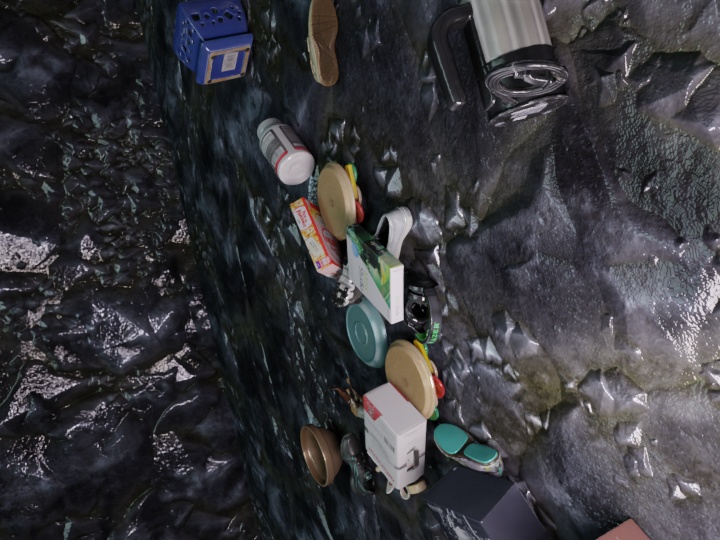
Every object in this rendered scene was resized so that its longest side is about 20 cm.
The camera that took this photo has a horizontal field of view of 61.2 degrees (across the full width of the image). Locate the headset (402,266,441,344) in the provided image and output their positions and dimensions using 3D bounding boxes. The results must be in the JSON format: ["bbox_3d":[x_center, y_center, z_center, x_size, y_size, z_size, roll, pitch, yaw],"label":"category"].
[{"bbox_3d":[0.112,0.065,1.289,0.200,0.093,0.124,-108,22,-46],"label":"headset"}]

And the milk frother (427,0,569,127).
[{"bbox_3d":[0.207,-0.312,0.822,0.200,0.180,0.189,-17,89,66],"label":"milk frother"}]

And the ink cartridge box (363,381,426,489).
[{"bbox_3d":[0.079,0.387,1.430,0.147,0.083,0.201,42,146,43],"label":"ink cartridge box"}]

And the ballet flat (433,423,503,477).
[{"bbox_3d":[0.224,0.383,1.267,0.200,0.072,0.072,12,113,62],"label":"ballet flat"}]

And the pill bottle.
[{"bbox_3d":[-0.215,-0.339,1.702,0.200,0.110,0.111,55,147,35],"label":"pill bottle"}]

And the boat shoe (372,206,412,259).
[{"bbox_3d":[0.052,-0.066,1.364,0.070,0.071,0.201,60,149,28],"label":"boat shoe"}]

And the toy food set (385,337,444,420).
[{"bbox_3d":[0.123,0.254,1.412,0.198,0.048,0.201,-43,64,60],"label":"toy food set"}]

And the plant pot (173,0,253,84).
[{"bbox_3d":[-0.447,-0.703,1.886,0.180,0.199,0.200,60,150,14],"label":"plant pot"}]

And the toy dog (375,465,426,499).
[{"bbox_3d":[0.086,0.524,1.562,0.132,0.096,0.200,64,151,22],"label":"toy dog"}]

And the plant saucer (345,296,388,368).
[{"bbox_3d":[0.010,0.164,1.609,0.200,0.027,0.201,39,137,50],"label":"plant saucer"}]

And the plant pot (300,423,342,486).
[{"bbox_3d":[-0.114,0.589,1.986,0.201,0.092,0.202,39,137,50],"label":"plant pot"}]

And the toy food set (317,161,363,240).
[{"bbox_3d":[-0.050,-0.171,1.516,0.198,0.048,0.201,0,102,65],"label":"toy food set"}]

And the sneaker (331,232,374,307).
[{"bbox_3d":[0.000,0.000,1.502,0.066,0.090,0.201,33,106,42],"label":"sneaker"}]

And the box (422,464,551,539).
[{"bbox_3d":[0.247,0.492,1.168,0.183,0.104,0.200,57,154,-8],"label":"box"}]

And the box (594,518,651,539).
[{"bbox_3d":[0.380,0.526,0.921,0.166,0.164,0.201,51,144,41],"label":"box"}]

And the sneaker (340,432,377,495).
[{"bbox_3d":[0.001,0.572,1.798,0.079,0.075,0.201,-3,107,49],"label":"sneaker"}]

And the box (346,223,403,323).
[{"bbox_3d":[0.030,0.004,1.326,0.200,0.036,0.145,44,145,48],"label":"box"}]

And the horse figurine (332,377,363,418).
[{"bbox_3d":[0.005,0.378,1.686,0.200,0.050,0.133,26,143,47],"label":"horse figurine"}]

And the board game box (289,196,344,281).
[{"bbox_3d":[-0.101,-0.077,1.587,0.201,0.046,0.151,66,-167,18],"label":"board game box"}]

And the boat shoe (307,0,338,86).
[{"bbox_3d":[-0.095,-0.537,1.421,0.065,0.072,0.201,36,139,50],"label":"boat shoe"}]
